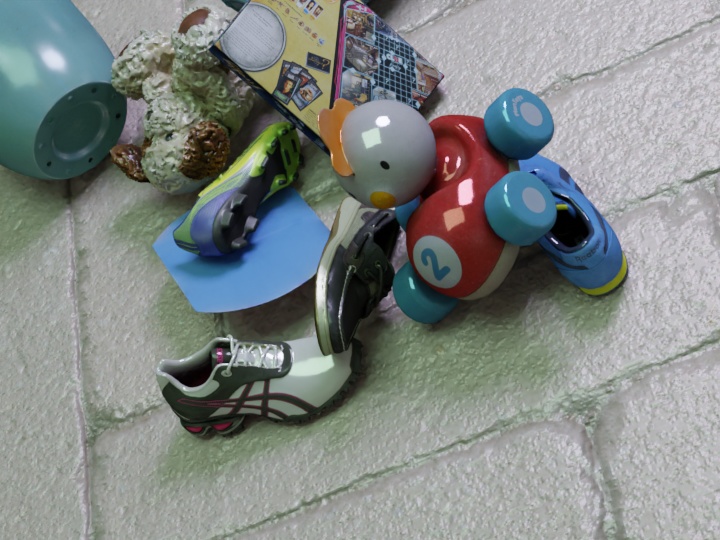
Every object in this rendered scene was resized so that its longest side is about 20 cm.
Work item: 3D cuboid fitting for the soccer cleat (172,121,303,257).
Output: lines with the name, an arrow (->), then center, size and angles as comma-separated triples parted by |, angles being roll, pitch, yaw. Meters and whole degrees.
soccer cleat -> -0.122, -0.087, 1.747 | 0.083, 0.065, 0.201 | -1, 37, 30

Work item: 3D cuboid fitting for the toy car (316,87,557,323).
toy car -> 0.041, -0.078, 1.539 | 0.184, 0.199, 0.178 | -42, 36, 46

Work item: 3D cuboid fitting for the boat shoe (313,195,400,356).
boat shoe -> 0.000, 0.000, 1.618 | 0.065, 0.072, 0.202 | 0, 38, 10

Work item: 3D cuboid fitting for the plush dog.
plush dog -> -0.174, -0.157, 1.810 | 0.199, 0.160, 0.173 | -9, 56, 53

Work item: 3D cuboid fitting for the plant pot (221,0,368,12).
plant pot -> -0.057, -0.344, 1.844 | 0.199, 0.200, 0.189 | 27, 89, 41

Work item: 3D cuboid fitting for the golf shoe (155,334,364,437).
golf shoe -> -0.094, 0.098, 1.617 | 0.198, 0.088, 0.078 | -18, 49, 17

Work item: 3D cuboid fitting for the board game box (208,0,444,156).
board game box -> -0.032, -0.206, 1.731 | 0.136, 0.200, 0.035 | -51, 11, -11

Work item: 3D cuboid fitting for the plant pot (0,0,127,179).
plant pot -> -0.351, -0.195, 1.914 | 0.201, 0.201, 0.161 | -46, 60, -5

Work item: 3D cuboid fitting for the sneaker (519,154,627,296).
sneaker -> 0.171, -0.062, 1.577 | 0.066, 0.078, 0.200 | -38, 46, 4

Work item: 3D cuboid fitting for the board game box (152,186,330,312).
board game box -> -0.110, -0.011, 1.730 | 0.157, 0.039, 0.200 | -25, 38, -13
